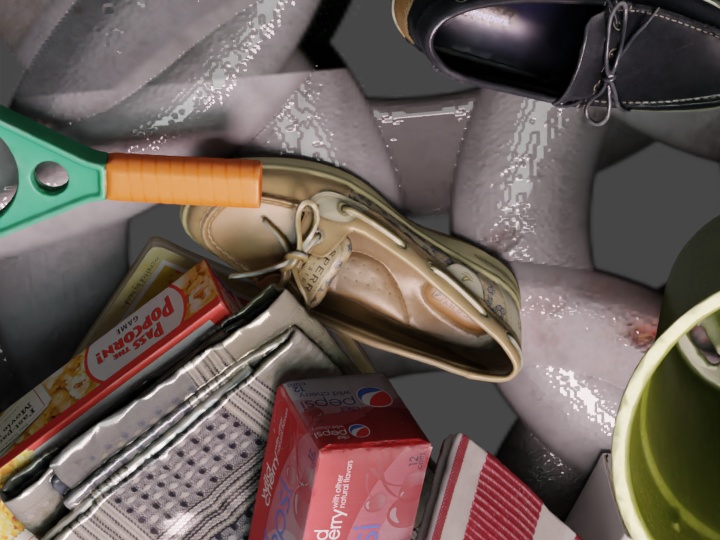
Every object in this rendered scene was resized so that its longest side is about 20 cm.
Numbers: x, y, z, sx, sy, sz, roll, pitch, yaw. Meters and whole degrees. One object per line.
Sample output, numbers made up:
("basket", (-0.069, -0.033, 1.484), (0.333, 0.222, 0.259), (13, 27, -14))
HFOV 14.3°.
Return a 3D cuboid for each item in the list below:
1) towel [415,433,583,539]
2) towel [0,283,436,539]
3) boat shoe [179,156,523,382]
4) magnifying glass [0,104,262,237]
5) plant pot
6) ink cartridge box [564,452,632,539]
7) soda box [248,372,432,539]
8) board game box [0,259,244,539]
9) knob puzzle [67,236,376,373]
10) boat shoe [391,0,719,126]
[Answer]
("towel", (0.090, 0.196, 1.499), (0.023, 0.145, 0.200), (-18, 130, 38))
("towel", (-0.063, 0.125, 1.502), (0.192, 0.035, 0.200), (-36, 125, 6))
("boat shoe", (0.000, 0.000, 1.504), (0.199, 0.063, 0.073), (20, 120, -18))
("magnifying glass", (-0.150, -0.048, 1.460), (0.199, 0.022, 0.080), (2, 118, 1))
("plant pot", (0.225, 0.053, 1.479), (0.199, 0.190, 0.201), (1, 113, 2))
("ink cartridge box", (0.168, 0.220, 1.659), (0.145, 0.084, 0.201), (17, 119, -18))
("soda box", (-0.020, 0.155, 1.481), (0.063, 0.070, 0.201), (-2, 121, -22))
("board game box", (-0.115, 0.109, 1.525), (0.200, 0.046, 0.152), (-37, 125, 7))
("knob puzzle", (-0.071, 0.093, 1.578), (0.218, 0.031, 0.221), (-3, 124, -5))
("boat shoe", (0.113, -0.112, 1.446), (0.199, 0.062, 0.075), (11, 120, -16))
